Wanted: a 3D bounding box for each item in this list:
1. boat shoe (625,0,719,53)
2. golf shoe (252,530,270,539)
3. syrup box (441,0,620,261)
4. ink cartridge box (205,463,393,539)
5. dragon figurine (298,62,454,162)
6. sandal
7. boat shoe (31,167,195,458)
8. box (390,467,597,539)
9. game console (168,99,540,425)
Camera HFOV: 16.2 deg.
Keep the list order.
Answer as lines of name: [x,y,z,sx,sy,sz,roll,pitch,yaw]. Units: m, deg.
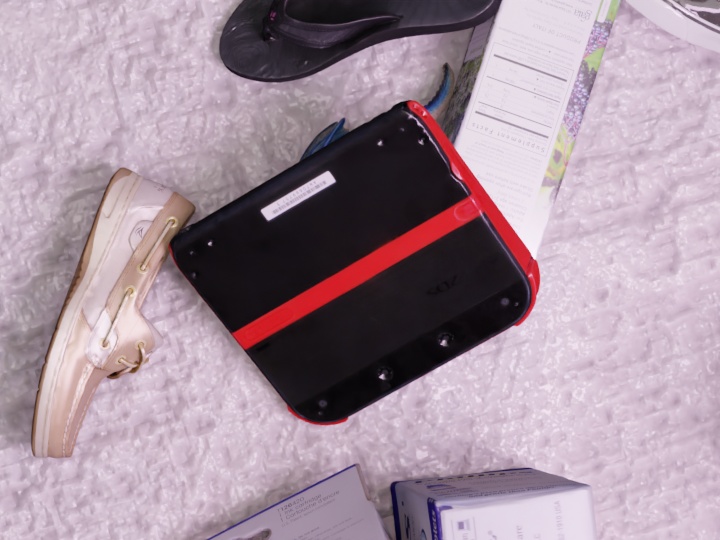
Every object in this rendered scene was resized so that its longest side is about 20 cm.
boat shoe: [0.265,-0.183,1.739,0.199,0.071,0.064,21,119,-14]
golf shoe: [-0.029,0.266,1.669,0.097,0.078,0.200,-39,58,4]
syrup box: [0.103,-0.105,1.716,0.081,0.079,0.201,18,86,-8]
ink cartridge box: [-0.063,0.228,1.604,0.197,0.200,0.047,-27,115,3]
dragon figurine: [-0.009,-0.067,1.709,0.099,0.059,0.201,26,86,-7]
sandal: [-0.005,-0.181,1.689,0.200,0.048,0.076,-15,68,14]
boat shoe: [-0.162,0.035,1.678,0.069,0.074,0.201,18,85,-1]
box: [0.091,0.227,1.644,0.104,0.200,0.185,-6,89,-7]
game console: [0.000,0.000,1.667,0.200,0.031,0.177,-30,111,17]
